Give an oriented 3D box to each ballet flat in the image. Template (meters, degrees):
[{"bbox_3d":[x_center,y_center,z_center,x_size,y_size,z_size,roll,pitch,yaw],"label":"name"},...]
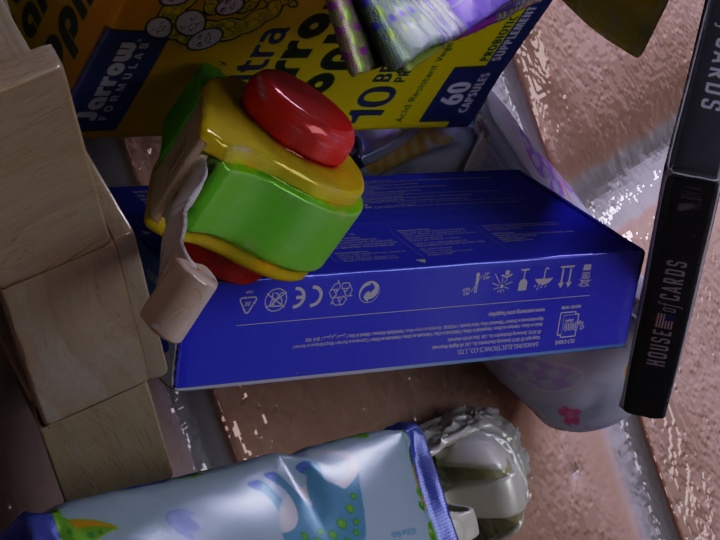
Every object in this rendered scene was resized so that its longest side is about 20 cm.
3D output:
[{"bbox_3d":[0.031,0.106,0.951,0.200,0.071,0.072,-26,99,-52],"label":"ballet flat"}]

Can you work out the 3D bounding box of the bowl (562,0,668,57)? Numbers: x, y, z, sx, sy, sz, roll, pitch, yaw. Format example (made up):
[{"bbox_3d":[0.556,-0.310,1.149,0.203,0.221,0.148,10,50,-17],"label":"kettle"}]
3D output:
[{"bbox_3d":[0.110,-0.200,0.926,0.107,0.201,0.201,26,48,4],"label":"bowl"}]

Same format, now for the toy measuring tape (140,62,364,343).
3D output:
[{"bbox_3d":[-0.032,-0.016,0.735,0.074,0.073,0.200,58,10,-21],"label":"toy measuring tape"}]

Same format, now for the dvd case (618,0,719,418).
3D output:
[{"bbox_3d":[0.137,-0.049,0.922,0.200,0.025,0.151,87,18,-62],"label":"dvd case"}]

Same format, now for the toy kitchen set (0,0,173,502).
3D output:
[{"bbox_3d":[-0.181,-0.015,0.738,0.164,0.179,0.201,57,-16,38],"label":"toy kitchen set"}]

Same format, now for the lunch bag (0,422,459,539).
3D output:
[{"bbox_3d":[-0.035,0.167,0.744,0.169,0.127,0.202,-9,77,-41],"label":"lunch bag"}]

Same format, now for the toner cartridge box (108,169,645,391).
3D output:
[{"bbox_3d":[0.000,0.000,0.866,0.199,0.095,0.044,-4,113,-30],"label":"toner cartridge box"}]

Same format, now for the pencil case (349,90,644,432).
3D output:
[{"bbox_3d":[0.063,-0.015,1.008,0.200,0.090,0.084,48,46,-32],"label":"pencil case"}]

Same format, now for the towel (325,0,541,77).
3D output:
[{"bbox_3d":[0.026,-0.150,0.749,0.200,0.023,0.145,-34,107,-58],"label":"towel"}]

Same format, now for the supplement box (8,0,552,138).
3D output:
[{"bbox_3d":[-0.032,-0.126,0.849,0.199,0.109,0.110,-5,54,-37],"label":"supplement box"}]
